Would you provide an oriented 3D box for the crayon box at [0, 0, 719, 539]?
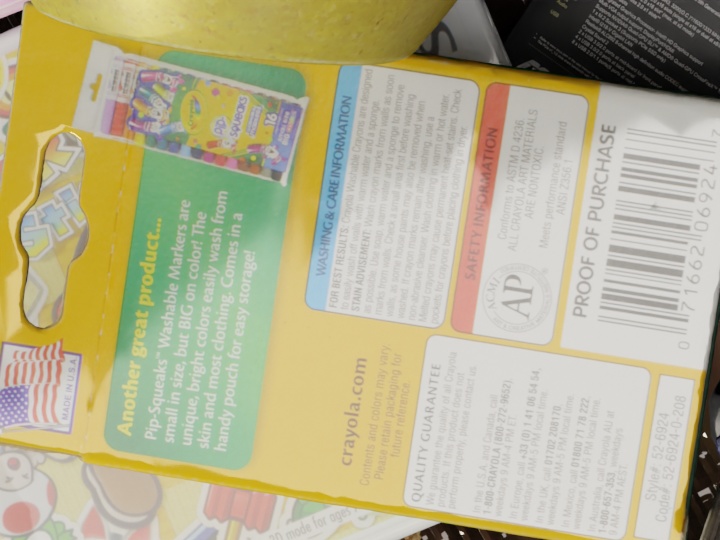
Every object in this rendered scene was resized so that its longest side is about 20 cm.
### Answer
[{"bbox_3d":[0.000,0.000,0.780,0.200,0.052,0.126,9,95,4],"label":"crayon box"}]

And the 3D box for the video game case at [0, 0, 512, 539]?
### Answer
[{"bbox_3d":[-0.038,0.001,0.821,0.200,0.023,0.182,-23,92,8],"label":"video game case"}]

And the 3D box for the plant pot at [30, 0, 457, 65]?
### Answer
[{"bbox_3d":[-0.027,-0.132,0.725,0.200,0.200,0.142,8,103,-2],"label":"plant pot"}]

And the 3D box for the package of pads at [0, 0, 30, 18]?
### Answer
[{"bbox_3d":[-0.180,-0.108,0.809,0.200,0.076,0.121,-20,106,7],"label":"package of pads"}]

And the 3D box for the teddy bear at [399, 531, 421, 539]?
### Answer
[{"bbox_3d":[-0.074,0.047,0.874,0.200,0.067,0.145,2,99,6],"label":"teddy bear"}]

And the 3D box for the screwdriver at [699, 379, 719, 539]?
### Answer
[{"bbox_3d":[0.104,0.053,0.797,0.028,0.200,0.029,-32,90,19],"label":"screwdriver"}]

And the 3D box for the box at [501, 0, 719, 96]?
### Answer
[{"bbox_3d":[0.159,-0.063,0.805,0.200,0.044,0.160,35,106,8],"label":"box"}]
